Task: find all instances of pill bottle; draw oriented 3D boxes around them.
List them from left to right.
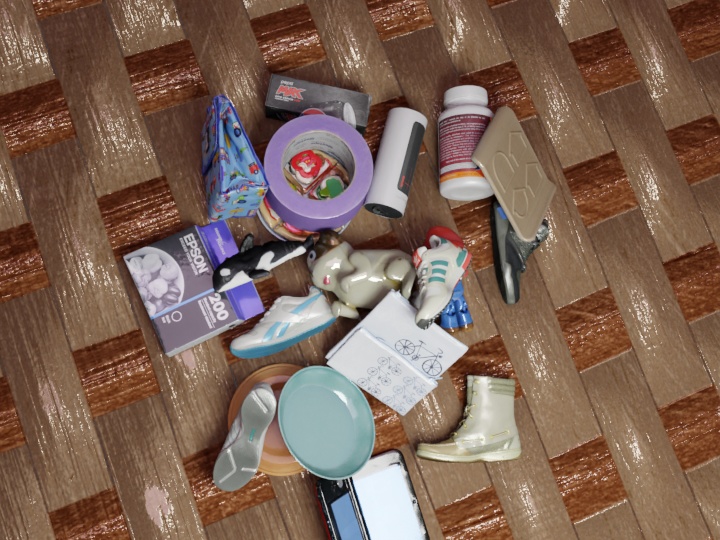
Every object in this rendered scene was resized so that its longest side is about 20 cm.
[{"bbox_3d":[0.204,-0.245,1.476,0.112,0.113,0.202,1,80,-6],"label":"pill bottle"}]

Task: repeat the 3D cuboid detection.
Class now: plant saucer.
[{"bbox_3d":[-0.140,0.267,1.383,0.198,0.037,0.202,1,79,-7],"label":"plant saucer"},{"bbox_3d":[-0.064,0.267,1.336,0.199,0.036,0.202,20,53,-29],"label":"plant saucer"}]

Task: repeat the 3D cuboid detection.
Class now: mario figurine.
[{"bbox_3d":[0.153,0.018,1.441,0.105,0.123,0.202,-8,91,17],"label":"mario figurine"}]

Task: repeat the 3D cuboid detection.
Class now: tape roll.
[{"bbox_3d":[-0.079,-0.178,1.415,0.198,0.085,0.202,2,76,-8],"label":"tape roll"}]

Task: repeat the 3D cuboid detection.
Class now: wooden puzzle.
[{"bbox_3d":[0.280,-0.178,1.431,0.200,0.046,0.186,52,46,-21],"label":"wooden puzzle"}]

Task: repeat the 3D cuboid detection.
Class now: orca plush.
[{"bbox_3d":[-0.180,-0.034,1.380,0.198,0.105,0.072,-21,107,-4],"label":"orca plush"}]

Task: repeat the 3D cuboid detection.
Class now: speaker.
[{"bbox_3d":[0.067,-0.204,1.471,0.080,0.081,0.202,16,77,-3],"label":"speaker"}]

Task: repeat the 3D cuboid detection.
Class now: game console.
[{"bbox_3d":[0.025,0.433,1.333,0.118,0.172,0.202,-21,81,17],"label":"game console"}]

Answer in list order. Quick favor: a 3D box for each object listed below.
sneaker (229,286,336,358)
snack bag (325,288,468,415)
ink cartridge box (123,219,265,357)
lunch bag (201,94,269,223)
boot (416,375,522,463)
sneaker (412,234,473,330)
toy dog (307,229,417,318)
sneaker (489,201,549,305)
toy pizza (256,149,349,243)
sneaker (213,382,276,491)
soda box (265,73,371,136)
[{"bbox_3d":[-0.148,0.098,1.400,0.198,0.077,0.081,-23,76,-17],"label":"sneaker"},{"bbox_3d":[0.066,0.150,1.355,0.188,0.021,0.200,37,117,-13],"label":"snack bag"},{"bbox_3d":[-0.302,0.025,1.408,0.199,0.043,0.200,-25,83,-12],"label":"ink cartridge box"},{"bbox_3d":[-0.244,-0.210,1.400,0.093,0.151,0.202,-11,77,-22],"label":"lunch bag"},{"bbox_3d":[0.194,0.270,1.401,0.198,0.072,0.156,0,80,-11],"label":"boot"},{"bbox_3d":[0.117,0.015,1.308,0.093,0.070,0.200,35,48,1],"label":"sneaker"},{"bbox_3d":[0.000,0.000,1.395,0.198,0.140,0.195,17,51,2],"label":"toy dog"},{"bbox_3d":[0.311,-0.035,1.468,0.113,0.076,0.202,-1,74,0],"label":"sneaker"},{"bbox_3d":[-0.104,-0.146,1.466,0.198,0.032,0.202,1,79,-6],"label":"toy pizza"},{"bbox_3d":[-0.194,0.285,1.324,0.070,0.080,0.202,24,97,-8],"label":"sneaker"},{"bbox_3d":[-0.082,-0.317,1.485,0.198,0.063,0.072,11,78,-4],"label":"soda box"}]
